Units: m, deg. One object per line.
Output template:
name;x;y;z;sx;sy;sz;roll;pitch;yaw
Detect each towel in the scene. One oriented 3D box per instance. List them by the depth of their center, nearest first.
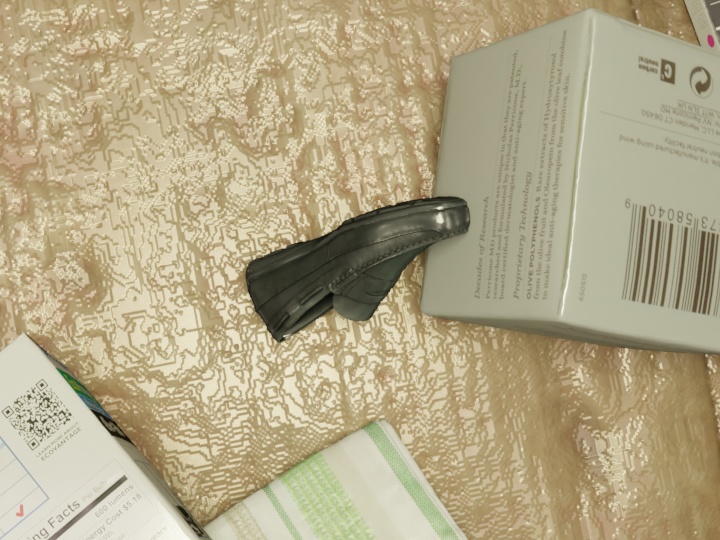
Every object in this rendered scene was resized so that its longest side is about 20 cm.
towel;-0.027;0.217;0.803;0.200;0.031;0.149;-30;70;-16

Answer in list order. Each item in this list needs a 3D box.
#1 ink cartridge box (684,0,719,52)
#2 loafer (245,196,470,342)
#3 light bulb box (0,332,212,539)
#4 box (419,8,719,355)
ink cartridge box;0.311;-0.237;0.896;0.094;0.037;0.201;-19;90;-6
loafer;0.000;0.000;0.787;0.068;0.200;0.071;-13;83;-51
light bulb box;-0.220;0.185;0.715;0.198;0.125;0.200;-40;81;-12
box;0.174;-0.049;0.772;0.198;0.171;0.201;10;84;-27
